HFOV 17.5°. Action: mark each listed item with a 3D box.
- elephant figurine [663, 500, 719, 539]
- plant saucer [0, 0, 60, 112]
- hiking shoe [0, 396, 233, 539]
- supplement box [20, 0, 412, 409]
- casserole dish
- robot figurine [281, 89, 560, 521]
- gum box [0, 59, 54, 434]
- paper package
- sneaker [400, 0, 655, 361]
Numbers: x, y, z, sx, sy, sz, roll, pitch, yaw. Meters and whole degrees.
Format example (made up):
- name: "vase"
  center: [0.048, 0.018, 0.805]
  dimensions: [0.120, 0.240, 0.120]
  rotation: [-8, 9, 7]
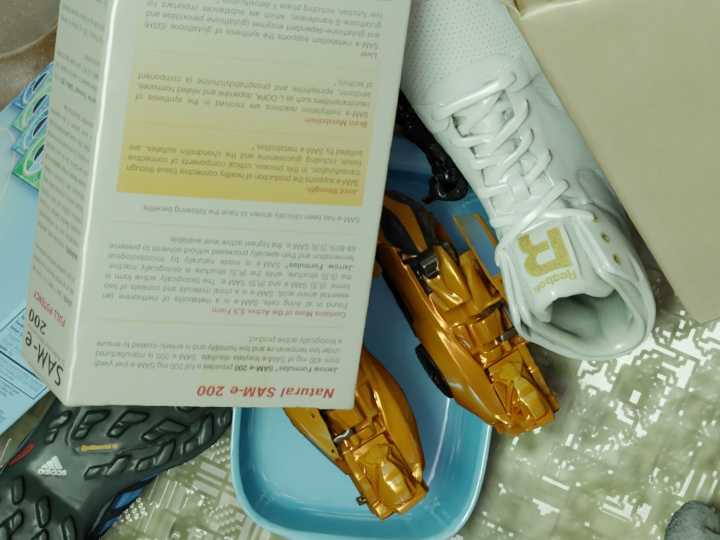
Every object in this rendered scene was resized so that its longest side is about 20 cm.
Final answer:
- name: "elephant figurine"
  center: [0.114, 0.232, 1.055]
  dimensions: [0.141, 0.155, 0.201]
  rotation: [-43, 67, 53]
- name: "plant saucer"
  center: [-0.209, -0.161, 1.097]
  dimensions: [0.199, 0.035, 0.201]
  rotation: [9, 132, 10]
- name: "hiking shoe"
  center: [-0.128, 0.083, 1.114]
  dimensions: [0.200, 0.087, 0.074]
  rotation: [-44, 97, -13]
- name: "supplement box"
  center: [-0.058, -0.049, 0.930]
  dimensions: [0.126, 0.074, 0.201]
  rotation: [3, 103, -25]
- name: "casserole dish"
  center: [0.003, 0.037, 1.088]
  dimensions: [0.121, 0.039, 0.201]
  rotation: [6, 93, -8]
- name: "robot figurine"
  center: [0.000, 0.000, 1.035]
  dimensions: [0.145, 0.058, 0.200]
  rotation: [-32, 98, -9]
- name: "gum box"
  center: [-0.177, 0.009, 1.066]
  dimensions: [0.200, 0.170, 0.045]
  rotation: [-41, 121, 18]
- name: "paper package"
  center: [0.182, -0.097, 0.961]
  dimensions: [0.190, 0.104, 0.200]
  rotation: [-17, 132, 21]
- name: "sneaker"
  center: [0.072, -0.043, 0.989]
  dimensions: [0.074, 0.200, 0.116]
  rotation: [-27, 44, 16]
